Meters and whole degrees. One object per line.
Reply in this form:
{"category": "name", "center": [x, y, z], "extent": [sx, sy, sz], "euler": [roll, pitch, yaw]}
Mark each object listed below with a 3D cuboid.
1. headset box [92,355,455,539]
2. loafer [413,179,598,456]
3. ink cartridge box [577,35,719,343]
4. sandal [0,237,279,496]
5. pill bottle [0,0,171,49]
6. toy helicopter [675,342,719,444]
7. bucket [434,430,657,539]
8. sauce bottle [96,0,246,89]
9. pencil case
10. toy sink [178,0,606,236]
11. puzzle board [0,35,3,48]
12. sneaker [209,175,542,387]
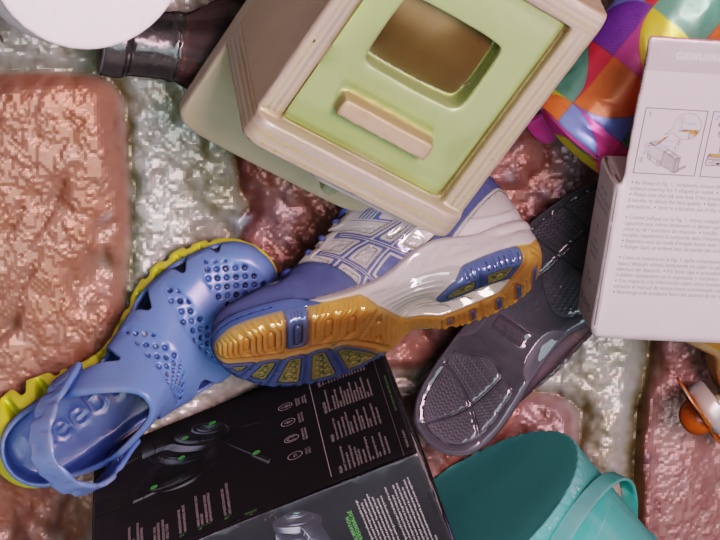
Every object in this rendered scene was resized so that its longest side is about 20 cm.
{"category": "headset box", "center": [-0.056, 0.142, 1.241], "extent": [0.199, 0.174, 0.093], "euler": [-22, 109, 0]}
{"category": "loafer", "center": [0.105, 0.025, 1.317], "extent": [0.072, 0.063, 0.200], "euler": [41, 90, 11]}
{"category": "ink cartridge box", "center": [0.230, -0.045, 1.207], "extent": [0.198, 0.045, 0.177], "euler": [3, 115, -10]}
{"category": "sandal", "center": [-0.123, 0.063, 1.258], "extent": [0.200, 0.087, 0.080], "euler": [-43, 109, 0]}
{"category": "pill bottle", "center": [-0.145, -0.177, 1.120], "extent": [0.115, 0.200, 0.117], "euler": [-3, 107, -11]}
{"category": "toy helicopter", "center": [0.211, 0.042, 1.310], "extent": [0.199, 0.079, 0.133], "euler": [21, 115, -33]}
{"category": "bucket", "center": [0.091, 0.199, 1.287], "extent": [0.207, 0.207, 0.135], "euler": [-37, 105, 1]}
{"category": "sauce bottle", "center": [-0.046, -0.115, 1.231], "extent": [0.198, 0.066, 0.067], "euler": [4, 106, -13]}
{"category": "pencil case", "center": [0.178, -0.140, 1.261], "extent": [0.088, 0.088, 0.200], "euler": [40, 95, -19]}
{"category": "toy sink", "center": [0.011, -0.103, 1.143], "extent": [0.130, 0.112, 0.200], "euler": [27, 116, -24]}
{"category": "puzzle board", "center": [-0.309, -0.135, 1.163], "extent": [0.199, 0.017, 0.151], "euler": [-25, 115, 13]}
{"category": "sneaker", "center": [0.000, 0.000, 1.263], "extent": [0.199, 0.088, 0.075], "euler": [-17, 152, -19]}
